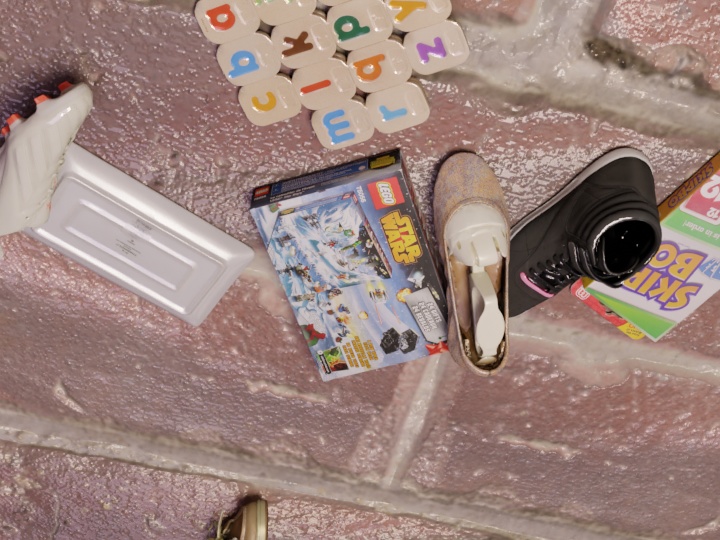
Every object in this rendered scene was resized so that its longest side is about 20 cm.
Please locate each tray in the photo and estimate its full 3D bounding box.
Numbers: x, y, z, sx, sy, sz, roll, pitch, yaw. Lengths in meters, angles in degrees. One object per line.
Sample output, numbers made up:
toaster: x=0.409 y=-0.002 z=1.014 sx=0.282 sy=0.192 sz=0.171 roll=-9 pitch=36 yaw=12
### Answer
tray: x=-0.204 y=-0.025 z=1.078 sx=0.200 sy=0.022 sz=0.107 roll=31 pitch=118 yaw=-19

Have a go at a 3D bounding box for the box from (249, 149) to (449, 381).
box: x=0.000 y=0.000 z=1.082 sx=0.137 sy=0.040 sz=0.200 roll=-13 pitch=123 yaw=11

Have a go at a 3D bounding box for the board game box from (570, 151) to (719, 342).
board game box: x=0.288 y=-0.016 z=1.079 sx=0.096 sy=0.030 sz=0.200 roll=34 pitch=120 yaw=-20

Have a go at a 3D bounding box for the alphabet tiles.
alphabet tiles: x=-0.022 y=-0.191 z=0.962 sx=0.195 sy=0.015 sz=0.200 roll=-16 pitch=123 yaw=17

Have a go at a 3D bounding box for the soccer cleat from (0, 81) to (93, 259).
soccer cleat: x=-0.275 y=-0.082 z=1.010 sx=0.200 sy=0.069 sz=0.078 roll=-37 pitch=98 yaw=31

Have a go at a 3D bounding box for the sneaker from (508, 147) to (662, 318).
sneaker: x=0.178 y=-0.009 z=1.039 sx=0.071 sy=0.099 sz=0.200 roll=31 pitch=120 yaw=-21

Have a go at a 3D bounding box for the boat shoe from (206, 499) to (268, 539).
boat shoe: x=-0.144 y=0.315 z=1.277 sx=0.063 sy=0.073 sz=0.200 roll=15 pitch=124 yaw=-13

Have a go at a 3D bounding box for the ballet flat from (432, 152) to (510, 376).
ballet flat: x=0.104 y=0.000 z=1.040 sx=0.068 sy=0.067 sz=0.200 roll=-11 pitch=110 yaw=-6
